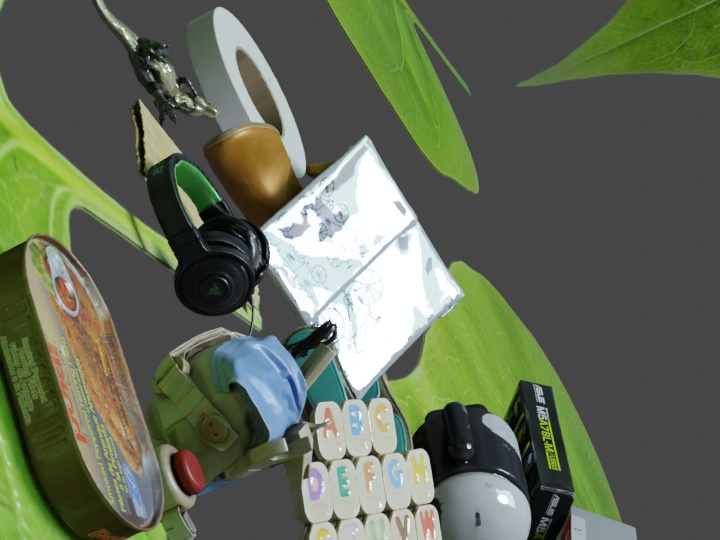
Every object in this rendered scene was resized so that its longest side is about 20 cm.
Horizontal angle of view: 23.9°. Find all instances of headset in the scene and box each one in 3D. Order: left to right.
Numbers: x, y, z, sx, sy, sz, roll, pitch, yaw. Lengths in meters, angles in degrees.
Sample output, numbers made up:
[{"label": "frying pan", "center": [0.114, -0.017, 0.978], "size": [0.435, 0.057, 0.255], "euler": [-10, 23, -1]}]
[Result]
[{"label": "headset", "center": [-0.101, -0.010, 1.400], "size": [0.201, 0.093, 0.124], "euler": [61, 13, -9]}]

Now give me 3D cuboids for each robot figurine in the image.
[{"label": "robot figurine", "center": [0.110, 0.225, 1.775], "size": [0.150, 0.125, 0.201], "euler": [37, 23, -24]}]

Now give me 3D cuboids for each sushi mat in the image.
[{"label": "sushi mat", "center": [-0.144, -0.054, 1.498], "size": [0.200, 0.012, 0.096], "euler": [54, 17, -42]}]

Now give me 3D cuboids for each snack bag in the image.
[{"label": "snack bag", "center": [0.000, 0.000, 1.630], "size": [0.188, 0.021, 0.201], "euler": [-43, 109, -34]}]

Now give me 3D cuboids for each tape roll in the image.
[{"label": "tape roll", "center": [-0.120, -0.181, 1.795], "size": [0.204, 0.037, 0.203], "euler": [60, 13, -22]}]

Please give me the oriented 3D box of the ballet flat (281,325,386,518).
[{"label": "ballet flat", "center": [-0.018, 0.146, 1.536], "size": [0.075, 0.067, 0.201], "euler": [76, -8, -66]}]

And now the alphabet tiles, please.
[{"label": "alphabet tiles", "center": [0.009, 0.207, 1.439], "size": [0.199, 0.015, 0.197], "euler": [2, 77, -56]}]

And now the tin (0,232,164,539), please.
[{"label": "tin", "center": [-0.178, 0.073, 1.050], "size": [0.112, 0.042, 0.201], "euler": [45, 23, -68]}]

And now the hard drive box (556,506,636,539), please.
[{"label": "hard drive box", "center": [0.216, 0.372, 1.740], "size": [0.076, 0.201, 0.156], "euler": [19, 23, -1]}]

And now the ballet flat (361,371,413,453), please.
[{"label": "ballet flat", "center": [0.013, 0.151, 1.645], "size": [0.065, 0.070, 0.201], "euler": [72, 5, -54]}]

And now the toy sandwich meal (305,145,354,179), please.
[{"label": "toy sandwich meal", "center": [-0.015, -0.031, 1.745], "size": [0.205, 0.070, 0.207], "euler": [-6, 90, -81]}]

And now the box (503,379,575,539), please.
[{"label": "box", "center": [0.173, 0.257, 1.872], "size": [0.194, 0.047, 0.201], "euler": [-91, -163, -60]}]

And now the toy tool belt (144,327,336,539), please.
[{"label": "toy tool belt", "center": [-0.083, 0.102, 1.189], "size": [0.126, 0.122, 0.200], "euler": [63, 13, -9]}]

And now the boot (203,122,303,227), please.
[{"label": "boot", "center": [-0.080, -0.055, 1.634], "size": [0.201, 0.070, 0.145], "euler": [37, 30, -74]}]

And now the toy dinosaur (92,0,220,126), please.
[{"label": "toy dinosaur", "center": [-0.186, -0.184, 1.507], "size": [0.200, 0.047, 0.088], "euler": [54, 2, -39]}]
